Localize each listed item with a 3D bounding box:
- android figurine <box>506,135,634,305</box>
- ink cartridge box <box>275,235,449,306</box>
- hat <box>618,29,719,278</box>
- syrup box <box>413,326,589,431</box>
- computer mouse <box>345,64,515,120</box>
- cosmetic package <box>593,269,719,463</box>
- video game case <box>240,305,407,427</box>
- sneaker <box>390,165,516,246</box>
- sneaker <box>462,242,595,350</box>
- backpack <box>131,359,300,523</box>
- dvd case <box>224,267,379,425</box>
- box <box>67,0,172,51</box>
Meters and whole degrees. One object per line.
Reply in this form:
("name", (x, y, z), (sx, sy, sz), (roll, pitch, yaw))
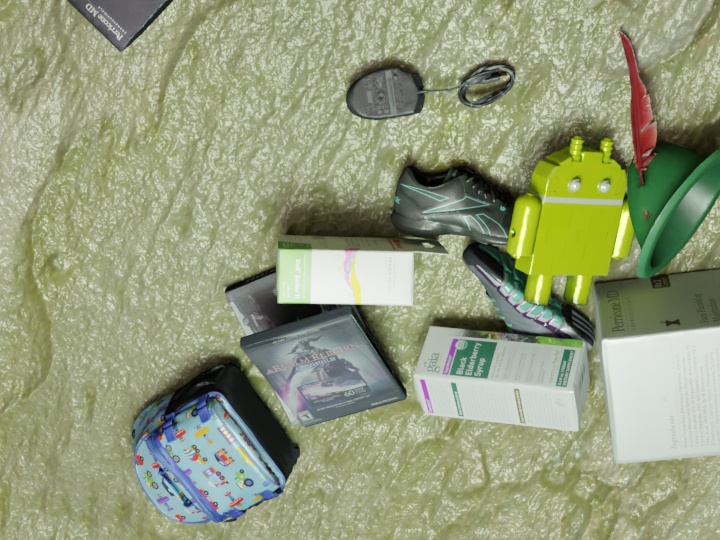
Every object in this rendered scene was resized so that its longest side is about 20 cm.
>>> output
("android figurine", (0.247, -0.057, 1.637), (0.181, 0.041, 0.202), (2, 107, -33))
("ink cartridge box", (0.000, 0.000, 1.671), (0.198, 0.117, 0.068), (1, 99, -4))
("hat", (0.315, -0.121, 1.632), (0.176, 0.166, 0.200), (37, 86, 22))
("syrup box", (0.171, 0.129, 1.706), (0.198, 0.079, 0.082), (5, 139, 20))
("computer mouse", (0.081, -0.210, 1.643), (0.198, 0.034, 0.059), (-5, 95, 4))
("cosmetic package", (0.382, 0.109, 1.662), (0.198, 0.165, 0.167), (-6, 111, 8))
("video game case", (-0.042, 0.120, 1.715), (0.142, 0.019, 0.200), (-17, 142, 13))
("sneaker", (0.135, -0.077, 1.664), (0.198, 0.076, 0.080), (5, 111, 4))
("sneaker", (0.187, 0.053, 1.714), (0.199, 0.075, 0.088), (38, 117, -10))
("backpack", (-0.205, 0.239, 1.805), (0.199, 0.135, 0.183), (-28, 106, 20))
("dvd case", (-0.063, 0.085, 1.782), (0.149, 0.025, 0.201), (-21, 109, 14))
("box", (-0.269, -0.385, 1.569), (0.182, 0.104, 0.200), (-42, 102, 19))
